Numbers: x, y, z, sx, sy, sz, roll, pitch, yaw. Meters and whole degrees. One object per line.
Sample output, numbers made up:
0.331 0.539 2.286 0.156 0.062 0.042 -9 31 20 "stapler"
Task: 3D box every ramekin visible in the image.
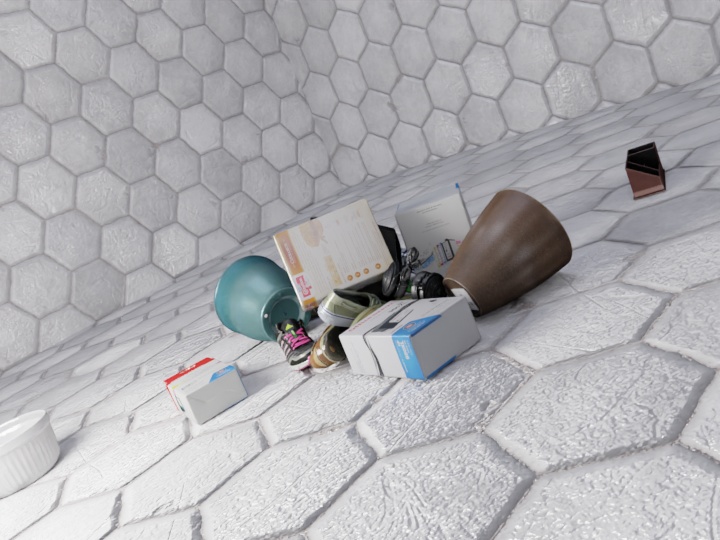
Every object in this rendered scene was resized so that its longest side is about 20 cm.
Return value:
-0.731 0.389 1.498 0.199 0.106 0.200 -22 12 5 "ramekin"

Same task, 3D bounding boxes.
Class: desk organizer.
0.665 -0.236 1.674 0.071 0.077 0.200 -17 14 27 "desk organizer"

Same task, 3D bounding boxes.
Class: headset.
0.100 0.013 1.330 0.123 0.094 0.200 15 -2 15 "headset"

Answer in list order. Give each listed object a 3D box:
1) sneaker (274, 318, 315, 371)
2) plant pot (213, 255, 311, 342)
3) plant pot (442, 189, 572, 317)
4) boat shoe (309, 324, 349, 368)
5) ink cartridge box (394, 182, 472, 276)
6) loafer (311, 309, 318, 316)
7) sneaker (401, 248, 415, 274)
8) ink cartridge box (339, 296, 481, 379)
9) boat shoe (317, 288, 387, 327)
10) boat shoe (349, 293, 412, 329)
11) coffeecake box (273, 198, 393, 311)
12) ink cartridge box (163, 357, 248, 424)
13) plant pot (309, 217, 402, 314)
-0.135 0.146 1.483 0.073 0.088 0.200 -26 13 -15 "sneaker"
-0.220 0.082 1.704 0.199 0.201 0.188 -29 29 -26 "plant pot"
0.252 -0.013 1.315 0.200 0.187 0.187 -43 18 -18 "plant pot"
-0.045 0.133 1.414 0.074 0.076 0.200 -39 -2 27 "boat shoe"
0.176 -0.062 1.537 0.144 0.201 0.147 -18 13 10 "ink cartridge box"
-0.074 0.054 1.808 0.199 0.068 0.076 -26 12 -12 "loafer"
0.095 -0.019 1.703 0.199 0.071 0.108 0 10 -15 "sneaker"
0.081 0.114 1.235 0.144 0.085 0.200 -30 14 -35 "ink cartridge box"
0.010 0.076 1.400 0.199 0.072 0.062 5 -52 -42 "boat shoe"
0.061 0.100 1.374 0.200 0.074 0.063 -20 21 -38 "boat shoe"
-0.051 -0.030 1.421 0.199 0.154 0.073 -22 -12 -6 "coffeecake box"
-0.323 0.241 1.469 0.116 0.068 0.200 -28 13 -25 "ink cartridge box"
0.000 0.000 1.542 0.176 0.201 0.200 -5 -15 8 "plant pot"
